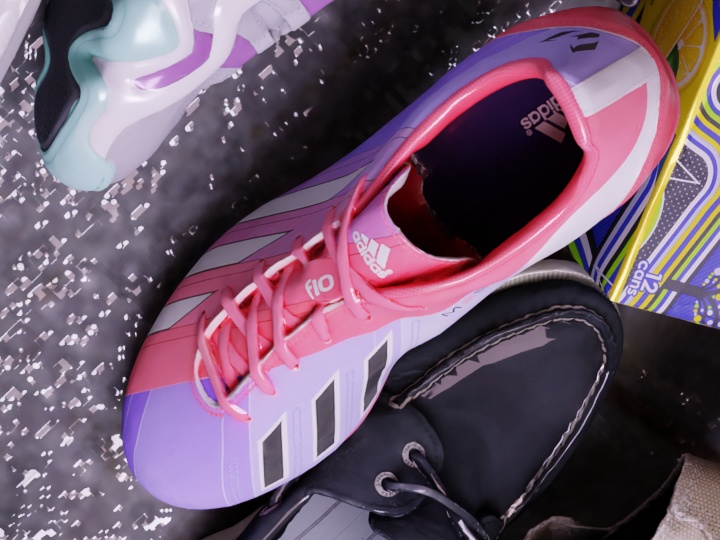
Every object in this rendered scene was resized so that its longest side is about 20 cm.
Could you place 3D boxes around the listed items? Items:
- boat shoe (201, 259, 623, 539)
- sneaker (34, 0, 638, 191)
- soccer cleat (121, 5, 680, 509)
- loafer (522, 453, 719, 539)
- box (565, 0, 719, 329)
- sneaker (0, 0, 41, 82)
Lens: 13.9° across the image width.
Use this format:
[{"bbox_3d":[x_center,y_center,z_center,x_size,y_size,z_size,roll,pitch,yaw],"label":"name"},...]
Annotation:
[{"bbox_3d":[0.004,0.080,0.850,0.199,0.066,0.075,-37,118,0],"label":"boat shoe"},{"bbox_3d":[0.010,-0.090,0.772,0.139,0.078,0.201,24,104,-24],"label":"sneaker"},{"bbox_3d":[0.000,0.000,0.781,0.200,0.076,0.067,-37,84,24],"label":"soccer cleat"},{"bbox_3d":[0.060,0.112,0.858,0.067,0.076,0.200,44,122,-10],"label":"loafer"},{"bbox_3d":[0.124,-0.085,0.819,0.070,0.064,0.201,14,107,-23],"label":"box"},{"bbox_3d":[-0.098,-0.127,0.732,0.088,0.075,0.201,28,100,-5],"label":"sneaker"}]
